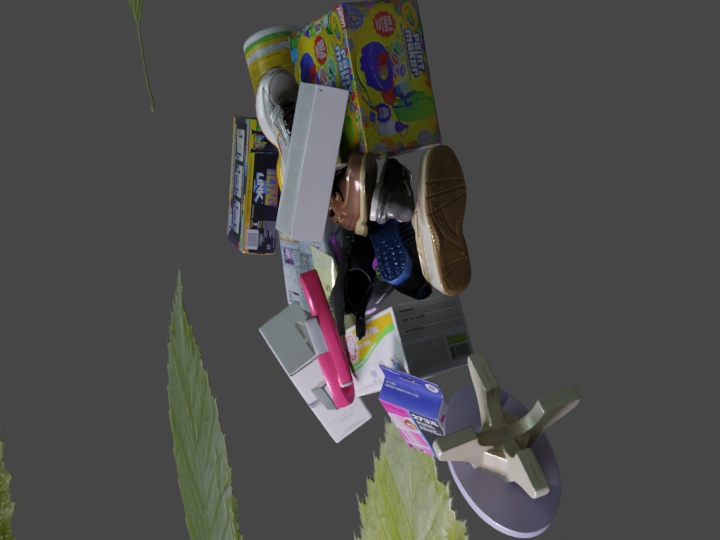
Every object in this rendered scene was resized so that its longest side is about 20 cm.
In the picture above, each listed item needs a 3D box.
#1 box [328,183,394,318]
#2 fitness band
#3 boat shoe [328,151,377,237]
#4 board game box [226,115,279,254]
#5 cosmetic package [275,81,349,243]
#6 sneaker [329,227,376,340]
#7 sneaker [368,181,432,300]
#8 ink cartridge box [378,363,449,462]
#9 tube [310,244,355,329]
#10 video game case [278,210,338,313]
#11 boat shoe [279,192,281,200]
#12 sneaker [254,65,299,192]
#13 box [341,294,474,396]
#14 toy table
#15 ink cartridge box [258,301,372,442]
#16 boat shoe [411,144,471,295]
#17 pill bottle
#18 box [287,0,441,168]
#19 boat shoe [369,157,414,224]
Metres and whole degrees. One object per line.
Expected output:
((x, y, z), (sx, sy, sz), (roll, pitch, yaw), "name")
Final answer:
((0.015, -0.028, 1.528), (0.144, 0.036, 0.200), (70, 155, 17), "box")
((-0.046, 0.097, 1.382), (0.144, 0.037, 0.202), (-101, -6, -78), "fitness band")
((-0.016, -0.102, 1.301), (0.200, 0.067, 0.073), (95, -173, -72), "boat shoe")
((-0.166, -0.137, 1.509), (0.165, 0.056, 0.203), (-144, 58, -72), "board game box")
((-0.064, -0.144, 1.281), (0.083, 0.050, 0.202), (-144, 63, -68), "cosmetic package")
((-0.003, -0.001, 1.394), (0.104, 0.059, 0.202), (163, 121, -76), "sneaker")
((0.059, -0.045, 1.393), (0.070, 0.078, 0.202), (-29, 45, 27), "sneaker")
((0.086, 0.202, 1.327), (0.094, 0.037, 0.201), (16, 151, 31), "ink cartridge box")
((-0.042, 0.055, 1.607), (0.057, 0.052, 0.202), (-3, 119, 21), "tube")
((-0.085, -0.018, 1.729), (0.199, 0.045, 0.184), (14, 114, 62), "video game case")
((-0.129, -0.109, 1.579), (0.070, 0.066, 0.200), (56, 180, -26), "boat shoe")
((-0.085, -0.189, 1.358), (0.082, 0.077, 0.202), (-1, 110, 60), "sneaker")
((0.063, 0.110, 1.396), (0.200, 0.111, 0.103), (-32, 71, 64), "box")
((0.173, 0.205, 1.158), (0.201, 0.183, 0.118), (52, 162, 29), "toy table")
((-0.076, 0.173, 1.650), (0.146, 0.084, 0.201), (48, 170, 48), "ink cartridge box")
((0.098, -0.067, 1.291), (0.069, 0.073, 0.202), (16, 115, 55), "boat shoe")
((-0.120, -0.293, 1.610), (0.111, 0.110, 0.202), (-28, 75, 64), "pill bottle")
((0.003, -0.256, 1.358), (0.192, 0.121, 0.203), (-4, 98, 64), "box")
((0.049, -0.104, 1.316), (0.200, 0.056, 0.068), (-72, -6, -70), "boat shoe")
